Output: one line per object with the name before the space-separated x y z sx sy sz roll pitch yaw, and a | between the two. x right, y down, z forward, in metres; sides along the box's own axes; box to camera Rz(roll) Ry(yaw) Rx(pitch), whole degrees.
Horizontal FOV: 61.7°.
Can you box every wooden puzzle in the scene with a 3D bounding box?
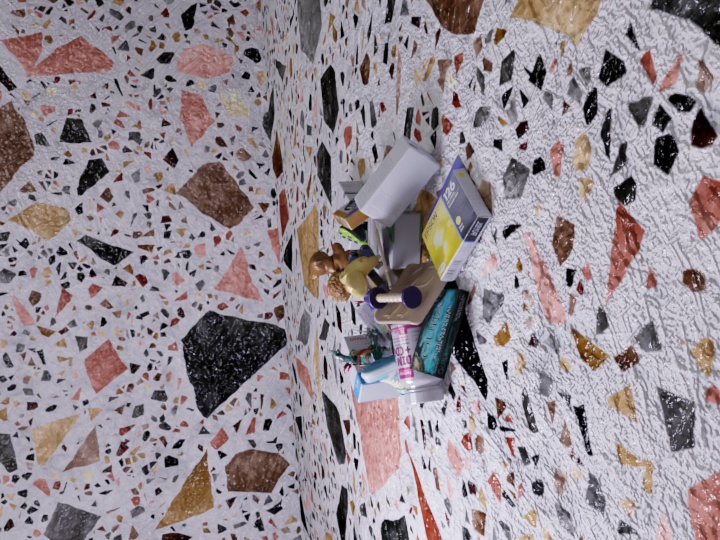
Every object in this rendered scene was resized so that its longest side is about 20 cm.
wooden puzzle | 0.135 0.058 1.437 0.185 0.046 0.200 -56 20 -17

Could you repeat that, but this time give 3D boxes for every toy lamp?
toy lamp | 0.069 0.065 1.416 0.200 0.058 0.058 -2 92 62

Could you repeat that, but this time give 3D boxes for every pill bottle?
pill bottle | 0.144 0.224 1.486 0.113 0.113 0.201 139 124 -68

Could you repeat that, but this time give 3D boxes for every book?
book | 0.064 0.018 1.696 0.134 0.048 0.200 54 175 -19

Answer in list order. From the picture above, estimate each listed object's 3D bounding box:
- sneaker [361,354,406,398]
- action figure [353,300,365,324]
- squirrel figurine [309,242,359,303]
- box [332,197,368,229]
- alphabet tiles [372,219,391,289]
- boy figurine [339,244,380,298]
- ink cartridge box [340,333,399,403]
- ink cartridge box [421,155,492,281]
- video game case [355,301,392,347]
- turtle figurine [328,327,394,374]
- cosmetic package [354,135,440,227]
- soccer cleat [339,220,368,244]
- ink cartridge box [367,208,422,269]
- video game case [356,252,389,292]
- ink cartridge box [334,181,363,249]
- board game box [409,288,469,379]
sneaker | 0.094 0.287 1.559 0.079 0.200 0.131 -8 95 52
action figure | 0.044 0.143 1.809 0.200 0.099 0.065 -118 21 -57
squirrel figurine | -0.070 0.000 1.982 0.142 0.186 0.200 114 147 -56
box | 0.028 -0.189 1.634 0.042 0.200 0.119 56 171 -22
alphabet tiles | 0.053 -0.040 1.483 0.200 0.008 0.168 64 -168 -85
boy figurine | 0.000 0.000 1.536 0.064 0.124 0.200 51 -162 -19
ink cartridge box | 0.037 0.280 1.781 0.200 0.144 0.085 -116 26 -50
ink cartridge box | 0.197 -0.116 1.330 0.198 0.047 0.200 112 148 -44
video game case | 0.056 0.143 1.680 0.143 0.018 0.200 53 159 7
turtle figurine | 0.010 0.226 1.675 0.200 0.150 0.101 -7 115 51
cosmetic package | 0.086 -0.212 1.452 0.200 0.102 0.074 -50 34 20
soccer cleat | 0.005 -0.114 1.742 0.067 0.200 0.081 23 92 32
ink cartridge box | 0.088 -0.098 1.629 0.200 0.087 0.146 -146 54 -66
video game case | 0.053 0.064 1.696 0.181 0.025 0.200 49 169 51
ink cartridge box | -0.017 -0.181 1.942 0.200 0.084 0.146 -116 28 -50
board game box | 0.177 0.139 1.372 0.135 0.028 0.200 -4 68 69
